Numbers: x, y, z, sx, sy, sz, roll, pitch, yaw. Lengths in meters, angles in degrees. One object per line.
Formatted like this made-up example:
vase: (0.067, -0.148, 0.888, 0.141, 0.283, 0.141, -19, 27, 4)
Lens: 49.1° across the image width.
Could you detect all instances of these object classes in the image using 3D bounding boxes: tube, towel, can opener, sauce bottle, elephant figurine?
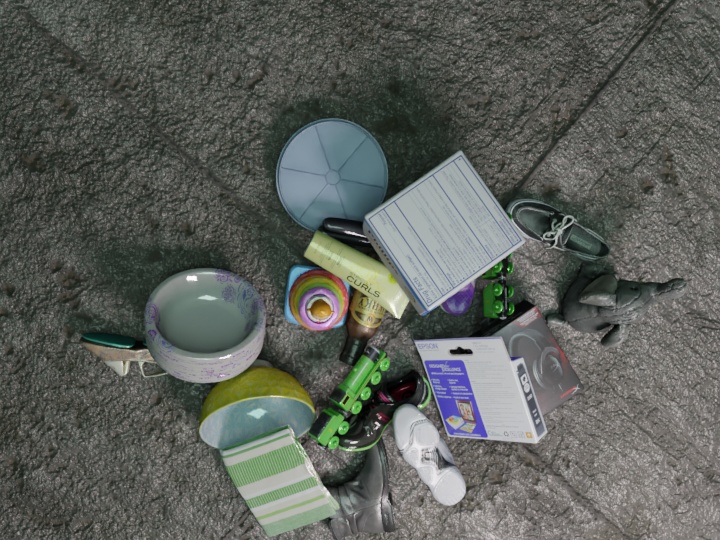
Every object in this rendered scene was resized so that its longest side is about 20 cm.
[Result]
tube: (0.000, 0.000, 1.340, 0.198, 0.052, 0.058, 30, 137, -5)
towel: (-0.143, 0.371, 1.385, 0.151, 0.023, 0.202, -22, 112, 13)
can opener: (0.023, -0.062, 1.378, 0.197, 0.064, 0.079, 2, 55, -15)
sauce bottle: (0.012, 0.070, 1.397, 0.064, 0.065, 0.203, 16, 95, -7)
elephant figurine: (0.439, 0.058, 1.366, 0.140, 0.200, 0.157, 19, 94, -7)

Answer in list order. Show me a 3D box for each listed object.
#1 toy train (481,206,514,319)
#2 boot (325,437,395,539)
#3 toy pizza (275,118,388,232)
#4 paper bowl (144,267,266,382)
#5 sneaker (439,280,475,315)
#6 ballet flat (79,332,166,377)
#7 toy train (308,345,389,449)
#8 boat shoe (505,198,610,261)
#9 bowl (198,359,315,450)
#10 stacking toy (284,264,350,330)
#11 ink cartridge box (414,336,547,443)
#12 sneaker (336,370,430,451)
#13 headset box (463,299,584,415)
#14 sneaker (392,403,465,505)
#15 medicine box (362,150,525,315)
toy train: (0.240, -0.013, 1.394, 0.041, 0.056, 0.203, 9, 75, -35)
boot: (-0.010, 0.389, 1.429, 0.130, 0.070, 0.203, -7, 91, 2)
toy pizza: (-0.050, -0.164, 1.380, 0.197, 0.032, 0.203, -2, 102, -9)
paper bowl: (-0.260, 0.101, 1.322, 0.198, 0.202, 0.105, 8, 135, -6)
sneaker: (0.178, -0.018, 1.391, 0.079, 0.088, 0.203, 6, 96, -7)
ballet flat: (-0.388, 0.151, 1.368, 0.197, 0.068, 0.068, 5, 98, -5)
toy train: (-0.019, 0.214, 1.353, 0.201, 0.041, 0.056, -56, 134, -15)
boat shoe: (0.354, -0.070, 1.411, 0.198, 0.068, 0.074, 30, 92, -7)
bowl: (-0.182, 0.220, 1.361, 0.197, 0.201, 0.109, -10, 54, -4)
stacking toy: (-0.068, 0.058, 1.319, 0.114, 0.200, 0.111, 7, 95, -7)
ink cartridge box: (0.205, 0.199, 1.367, 0.043, 0.197, 0.202, -33, 108, -41)
sneaker: (0.033, 0.241, 1.393, 0.199, 0.077, 0.084, -35, 136, -16)
headset box: (0.286, 0.163, 1.425, 0.148, 0.077, 0.201, -32, 99, -1)
sneaker: (0.112, 0.314, 1.403, 0.075, 0.115, 0.201, -32, 101, -1)
medicine box: (0.132, -0.058, 1.292, 0.199, 0.103, 0.183, -34, 84, -5)
